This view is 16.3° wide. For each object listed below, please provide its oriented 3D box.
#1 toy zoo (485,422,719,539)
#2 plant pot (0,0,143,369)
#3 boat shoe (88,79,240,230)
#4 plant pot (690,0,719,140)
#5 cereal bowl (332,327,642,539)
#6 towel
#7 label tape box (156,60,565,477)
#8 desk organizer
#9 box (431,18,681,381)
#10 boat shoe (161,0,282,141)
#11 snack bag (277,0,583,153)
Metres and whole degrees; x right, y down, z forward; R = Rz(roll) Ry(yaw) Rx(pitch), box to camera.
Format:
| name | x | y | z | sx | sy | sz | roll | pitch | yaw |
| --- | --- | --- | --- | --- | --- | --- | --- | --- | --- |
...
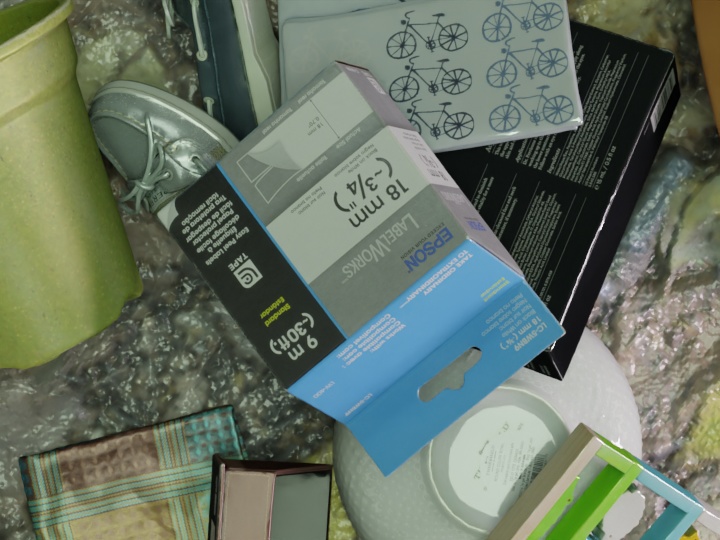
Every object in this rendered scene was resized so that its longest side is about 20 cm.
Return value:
| name | x | y | z | sx | sy | sz | roll | pitch | yaw |
| --- | --- | --- | --- | --- | --- | --- | --- | --- | --- |
| toy zoo | 0.166 | 0.190 | 1.569 | 0.200 | 0.020 | 0.131 | 34 | 99 | -34 |
| plant pot | -0.226 | -0.040 | 1.506 | 0.200 | 0.200 | 0.184 | -25 | 105 | -3 |
| boat shoe | -0.095 | -0.034 | 1.554 | 0.202 | 0.074 | 0.065 | 47 | 51 | -10 |
| plant pot | 0.282 | -0.139 | 1.539 | 0.140 | 0.200 | 0.200 | -11 | 93 | 13 |
| cereal bowl | 0.083 | 0.114 | 1.577 | 0.200 | 0.083 | 0.200 | 0 | 91 | -4 |
| towel | -0.124 | 0.198 | 1.594 | 0.146 | 0.022 | 0.200 | -14 | 93 | -4 |
| label tape box | 0.000 | 0.000 | 1.463 | 0.144 | 0.063 | 0.200 | -40 | 77 | 13 |
| desk organizer | -0.057 | 0.217 | 1.556 | 0.077 | 0.072 | 0.200 | 3 | 91 | -7 |
| box | 0.093 | -0.054 | 1.534 | 0.141 | 0.079 | 0.200 | 21 | 78 | 15 |
| boat shoe | -0.089 | -0.162 | 1.557 | 0.062 | 0.075 | 0.200 | -10 | 107 | 17 |
| snack bag | 0.037 | -0.162 | 1.531 | 0.188 | 0.021 | 0.200 | -8 | 69 | 15 |
